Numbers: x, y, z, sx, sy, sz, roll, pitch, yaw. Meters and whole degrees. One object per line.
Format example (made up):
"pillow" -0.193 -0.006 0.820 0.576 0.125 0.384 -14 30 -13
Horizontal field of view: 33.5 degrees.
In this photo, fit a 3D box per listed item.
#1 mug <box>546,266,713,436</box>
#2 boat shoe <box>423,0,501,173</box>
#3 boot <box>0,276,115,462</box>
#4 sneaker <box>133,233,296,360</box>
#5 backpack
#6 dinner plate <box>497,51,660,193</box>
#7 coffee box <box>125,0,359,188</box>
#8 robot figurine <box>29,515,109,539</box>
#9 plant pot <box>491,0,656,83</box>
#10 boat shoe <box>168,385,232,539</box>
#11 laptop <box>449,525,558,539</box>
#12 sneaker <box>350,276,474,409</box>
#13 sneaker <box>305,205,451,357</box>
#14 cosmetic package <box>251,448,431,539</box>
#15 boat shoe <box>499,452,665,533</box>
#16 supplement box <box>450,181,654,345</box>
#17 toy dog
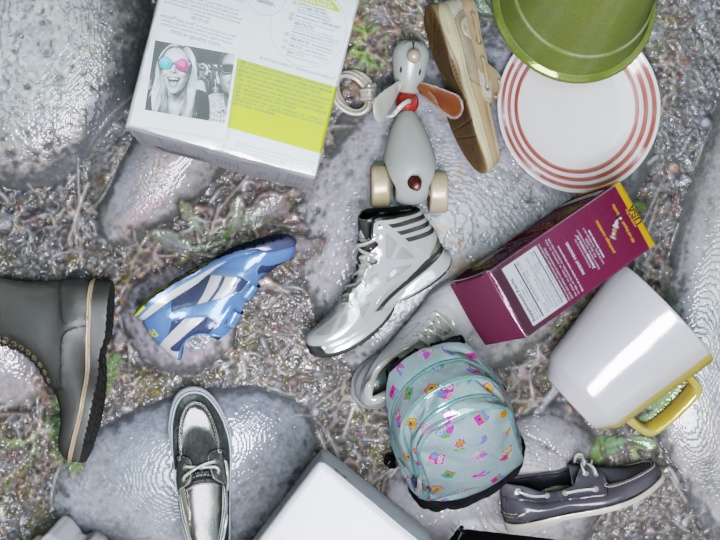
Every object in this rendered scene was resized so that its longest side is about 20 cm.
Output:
"mug" 0.307 0.112 1.363 0.153 0.149 0.187 -44 89 4
"boat shoe" 0.132 -0.214 1.368 0.064 0.071 0.203 -17 94 -16
"boot" -0.351 0.106 1.322 0.136 0.078 0.203 6 77 -3
"sneaker" -0.153 0.026 1.341 0.198 0.074 0.083 -30 96 2
"backpack" 0.105 0.168 1.308 0.166 0.127 0.201 -29 137 -9
"dinner plate" 0.256 -0.192 1.407 0.197 0.024 0.203 0 92 -8
"coffee box" -0.123 -0.212 1.273 0.197 0.200 0.201 14 89 -6
"robot figurine" -0.292 0.369 1.306 0.169 0.113 0.201 -37 95 15
"plant pot" 0.257 -0.331 1.306 0.197 0.190 0.203 1 81 -4
"boat shoe" -0.173 0.231 1.339 0.071 0.071 0.203 -10 91 -6
"laptop" 0.124 0.355 1.291 0.116 0.187 0.201 39 98 9
"sneaker" 0.073 0.086 1.363 0.070 0.080 0.200 45 85 -4
"sneaker" 0.000 0.000 1.339 0.200 0.075 0.116 -39 117 -14
"cosmetic package" -0.040 0.328 1.301 0.166 0.167 0.201 38 87 2
"boat shoe" 0.256 0.248 1.391 0.197 0.073 0.064 -16 96 -2
"supplement box" 0.214 -0.007 1.340 0.199 0.110 0.086 -33 94 -20
"toy dog" 0.054 -0.157 1.347 0.130 0.096 0.202 -20 93 -6
